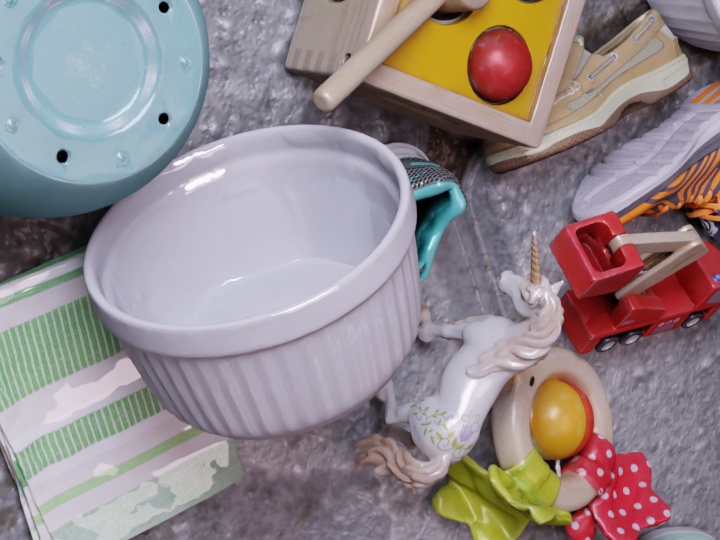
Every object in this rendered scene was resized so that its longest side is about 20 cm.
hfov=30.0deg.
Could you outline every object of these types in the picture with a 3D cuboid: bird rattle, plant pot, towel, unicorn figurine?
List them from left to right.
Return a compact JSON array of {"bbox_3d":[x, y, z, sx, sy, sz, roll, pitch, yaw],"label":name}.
[{"bbox_3d":[-0.174,-0.120,0.742,0.200,0.161,0.202,-7,104,-30],"label":"plant pot"},{"bbox_3d":[-0.167,0.084,0.875,0.152,0.023,0.201,-27,113,-25],"label":"towel"},{"bbox_3d":[0.076,0.066,0.950,0.074,0.137,0.201,19,91,-32],"label":"unicorn figurine"},{"bbox_3d":[0.161,0.141,1.048,0.199,0.112,0.164,0,85,-34],"label":"bird rattle"}]

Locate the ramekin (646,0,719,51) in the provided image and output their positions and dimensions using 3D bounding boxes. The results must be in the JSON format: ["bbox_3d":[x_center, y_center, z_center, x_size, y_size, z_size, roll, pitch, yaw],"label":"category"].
[{"bbox_3d":[0.307,-0.261,1.042,0.200,0.098,0.202,-7,104,-30],"label":"ramekin"}]

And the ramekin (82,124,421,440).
[{"bbox_3d":[-0.056,0.010,0.809,0.200,0.200,0.105,-33,129,-21],"label":"ramekin"}]

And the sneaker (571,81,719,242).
[{"bbox_3d":[0.260,-0.059,1.071,0.200,0.077,0.112,-34,115,-21],"label":"sneaker"}]

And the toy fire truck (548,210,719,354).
[{"bbox_3d":[0.218,0.004,1.027,0.199,0.049,0.141,-12,152,-27],"label":"toy fire truck"}]

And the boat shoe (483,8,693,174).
[{"bbox_3d":[0.161,-0.139,1.006,0.200,0.072,0.076,-31,102,-31],"label":"boat shoe"}]

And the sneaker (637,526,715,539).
[{"bbox_3d":[0.253,0.280,1.119,0.200,0.118,0.074,-15,107,-29],"label":"sneaker"}]

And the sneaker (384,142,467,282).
[{"bbox_3d":[0.000,0.000,0.917,0.077,0.091,0.201,37,81,-31],"label":"sneaker"}]

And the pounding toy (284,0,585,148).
[{"bbox_3d":[0.046,-0.171,0.876,0.199,0.142,0.185,16,92,-33],"label":"pounding toy"}]
